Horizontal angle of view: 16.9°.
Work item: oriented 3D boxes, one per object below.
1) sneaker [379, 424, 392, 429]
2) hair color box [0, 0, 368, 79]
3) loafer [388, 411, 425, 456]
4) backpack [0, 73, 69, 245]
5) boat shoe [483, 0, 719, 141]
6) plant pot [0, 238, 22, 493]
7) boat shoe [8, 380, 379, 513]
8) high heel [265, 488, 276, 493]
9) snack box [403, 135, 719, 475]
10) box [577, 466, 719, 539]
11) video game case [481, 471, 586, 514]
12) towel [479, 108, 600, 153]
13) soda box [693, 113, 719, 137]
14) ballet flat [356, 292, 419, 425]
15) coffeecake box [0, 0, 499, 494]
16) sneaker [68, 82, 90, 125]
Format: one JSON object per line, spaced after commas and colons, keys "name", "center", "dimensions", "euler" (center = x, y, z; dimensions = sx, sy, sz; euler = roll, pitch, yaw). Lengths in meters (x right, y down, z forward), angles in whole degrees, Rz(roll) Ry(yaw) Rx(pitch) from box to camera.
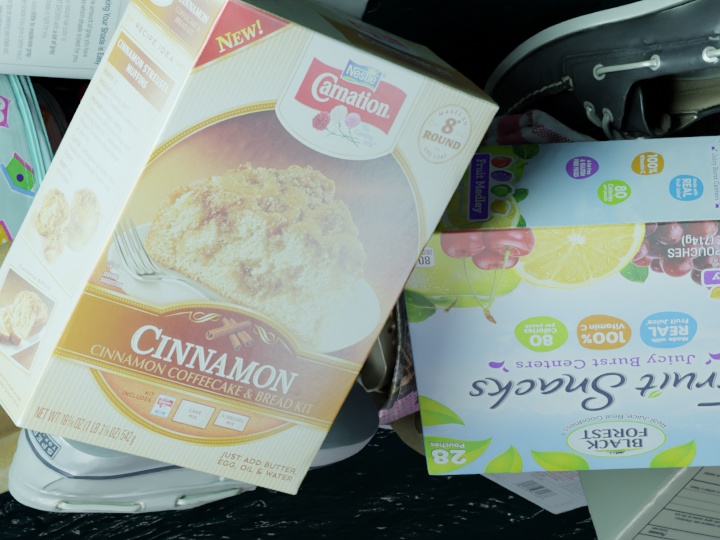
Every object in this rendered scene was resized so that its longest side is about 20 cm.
{"name": "sneaker", "center": [-0.017, 0.038, 1.427], "dimensions": [0.198, 0.081, 0.146], "euler": [-4, 159, 19]}
{"name": "hair color box", "center": [-0.099, -0.133, 1.089], "dimensions": [0.198, 0.061, 0.100], "euler": [4, 155, -10]}
{"name": "loafer", "center": [0.103, 0.046, 1.389], "dimensions": [0.200, 0.068, 0.076], "euler": [-41, 124, 13]}
{"name": "backpack", "center": [-0.216, -0.026, 1.184], "dimensions": [0.152, 0.177, 0.200], "euler": [-6, 159, -30]}
{"name": "boat shoe", "center": [0.143, -0.093, 1.181], "dimensions": [0.199, 0.061, 0.074], "euler": [-19, 154, 35]}
{"name": "plant pot", "center": [-0.159, 0.040, 1.133], "dimensions": [0.199, 0.028, 0.201], "euler": [-28, 154, -15]}
{"name": "boat shoe", "center": [-0.081, 0.085, 1.190], "dimensions": [0.199, 0.072, 0.066], "euler": [-7, 144, -41]}
{"name": "high heel", "center": [0.018, 0.058, 1.352], "dimensions": [0.198, 0.144, 0.071], "euler": [1, -162, 15]}
{"name": "snack box", "center": [0.124, 0.019, 1.180], "dimensions": [0.198, 0.068, 0.170], "euler": [-1, 133, 7]}
{"name": "box", "center": [0.230, 0.075, 1.423], "dimensions": [0.127, 0.110, 0.200], "euler": [12, 135, -30]}
{"name": "video game case", "center": [0.152, 0.094, 1.594], "dimensions": [0.180, 0.046, 0.200], "euler": [-17, 150, 31]}
{"name": "towel", "center": [0.082, -0.046, 1.260], "dimensions": [0.146, 0.030, 0.199], "euler": [20, 164, -35]}
{"name": "soda box", "center": [0.277, -0.056, 1.255], "dimensions": [0.198, 0.071, 0.063], "euler": [-10, 154, 18]}
{"name": "ballet flat", "center": [0.000, 0.000, 1.236], "dimensions": [0.069, 0.071, 0.201], "euler": [24, 140, 42]}
{"name": "coffeecake box", "center": [-0.056, -0.019, 1.044], "dimensions": [0.153, 0.073, 0.201], "euler": [18, 106, -37]}
{"name": "sneaker", "center": [-0.099, -0.052, 1.176], "dimensions": [0.114, 0.079, 0.200], "euler": [5, -178, 13]}
